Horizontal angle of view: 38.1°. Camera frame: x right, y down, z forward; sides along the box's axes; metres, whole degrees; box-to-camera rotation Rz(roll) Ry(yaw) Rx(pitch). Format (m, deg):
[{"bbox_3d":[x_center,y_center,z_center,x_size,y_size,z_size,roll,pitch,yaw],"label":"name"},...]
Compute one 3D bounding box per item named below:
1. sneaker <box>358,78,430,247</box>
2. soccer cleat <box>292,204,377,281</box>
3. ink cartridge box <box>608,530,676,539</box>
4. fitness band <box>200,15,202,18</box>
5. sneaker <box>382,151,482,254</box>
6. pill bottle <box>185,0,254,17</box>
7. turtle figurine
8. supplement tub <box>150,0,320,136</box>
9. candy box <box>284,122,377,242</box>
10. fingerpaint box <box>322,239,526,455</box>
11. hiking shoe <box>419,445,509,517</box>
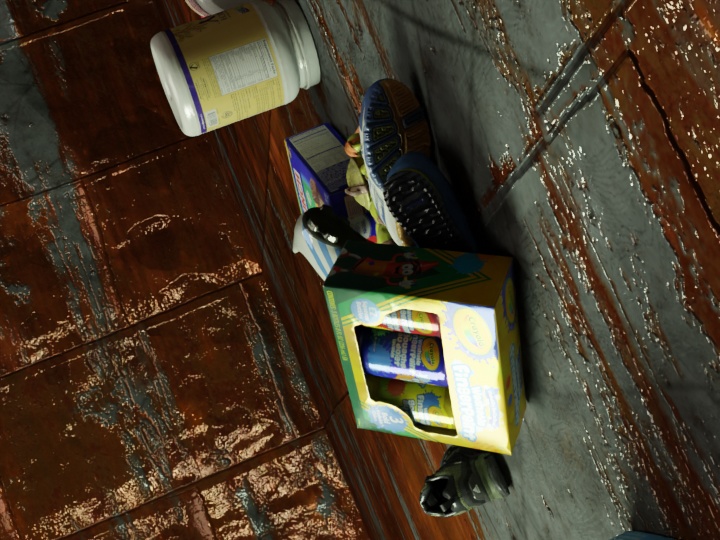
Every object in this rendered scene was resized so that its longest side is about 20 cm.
[{"bbox_3d":[0.030,-0.106,1.074,0.088,0.075,0.201,42,151,56],"label":"sneaker"},{"bbox_3d":[0.000,0.000,1.295,0.200,0.070,0.086,39,141,7],"label":"soccer cleat"},{"bbox_3d":[0.179,0.315,0.811,0.146,0.199,0.147,131,118,-78],"label":"ink cartridge box"},{"bbox_3d":[-0.287,-0.515,2.021,0.200,0.037,0.144,-178,70,-78],"label":"fitness band"},{"bbox_3d":[0.090,-0.026,1.023,0.201,0.066,0.078,62,-153,-15],"label":"sneaker"},{"bbox_3d":[-0.198,-0.424,1.521,0.200,0.114,0.115,-139,29,-69],"label":"pill bottle"},{"bbox_3d":[0.017,-0.094,1.208,0.200,0.064,0.162,-165,54,-77],"label":"turtle figurine"},{"bbox_3d":[-0.169,-0.280,1.413,0.145,0.199,0.146,158,90,-79],"label":"supplement tub"},{"bbox_3d":[-0.028,-0.084,1.418,0.200,0.077,0.170,-126,19,-55],"label":"candy box"},{"bbox_3d":[0.067,0.077,1.003,0.073,0.166,0.201,-62,-29,-43],"label":"fingerpaint box"},{"bbox_3d":[0.114,0.264,1.313,0.200,0.100,0.076,130,119,-78],"label":"hiking shoe"}]
